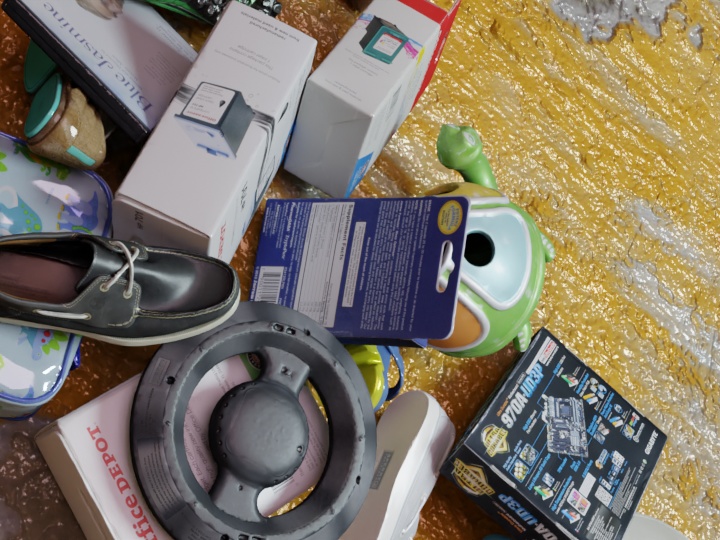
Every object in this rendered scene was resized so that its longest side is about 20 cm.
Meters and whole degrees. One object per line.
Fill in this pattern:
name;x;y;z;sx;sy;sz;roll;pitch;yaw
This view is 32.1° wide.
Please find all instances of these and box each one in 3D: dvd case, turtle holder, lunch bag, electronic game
dvd case;-0.196;-0.184;1.015;0.143;0.018;0.200;46;22;-9
turtle holder;0.093;-0.023;1.093;0.131;0.140;0.187;30;90;-50
lunch bag;-0.277;0.003;0.943;0.159;0.082;0.203;21;66;-20
electronic game;-0.077;0.123;0.938;0.198;0.042;0.203;7;74;-26

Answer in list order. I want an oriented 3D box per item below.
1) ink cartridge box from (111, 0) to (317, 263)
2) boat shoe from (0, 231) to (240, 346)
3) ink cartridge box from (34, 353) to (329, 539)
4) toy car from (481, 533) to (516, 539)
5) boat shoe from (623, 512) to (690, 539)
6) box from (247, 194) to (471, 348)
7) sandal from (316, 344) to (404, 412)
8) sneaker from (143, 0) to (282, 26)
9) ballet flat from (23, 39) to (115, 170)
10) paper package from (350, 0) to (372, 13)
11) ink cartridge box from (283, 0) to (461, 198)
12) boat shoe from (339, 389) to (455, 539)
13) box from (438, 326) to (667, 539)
ink cartridge box;-0.118;-0.089;1.012;0.085;0.147;0.202;23;63;1
boat shoe;-0.180;0.009;0.889;0.197;0.068;0.073;4;67;-15
ink cartridge box;-0.132;0.140;0.977;0.199;0.084;0.147;-28;91;-32
toy car;0.152;0.325;1.006;0.177;0.200;0.185;43;60;-10
boat shoe;0.243;0.265;1.157;0.198;0.061;0.074;21;24;-27
box;0.000;0.000;1.031;0.032;0.198;0.123;31;65;-54
sandal;-0.008;0.039;1.093;0.087;0.079;0.203;29;49;-57
sneaker;-0.170;-0.257;1.083;0.198;0.085;0.079;25;88;-29
ballet flat;-0.226;-0.139;0.994;0.072;0.068;0.201;40;16;-33
paper package;0.053;-0.369;1.168;0.103;0.200;0.191;44;59;-10
ink cartridge box;0.014;-0.172;1.120;0.067;0.117;0.201;29;51;6
boat shoe;0.023;0.202;1.056;0.068;0.071;0.202;41;61;-35
box;0.176;0.161;1.106;0.159;0.046;0.200;41;40;3
